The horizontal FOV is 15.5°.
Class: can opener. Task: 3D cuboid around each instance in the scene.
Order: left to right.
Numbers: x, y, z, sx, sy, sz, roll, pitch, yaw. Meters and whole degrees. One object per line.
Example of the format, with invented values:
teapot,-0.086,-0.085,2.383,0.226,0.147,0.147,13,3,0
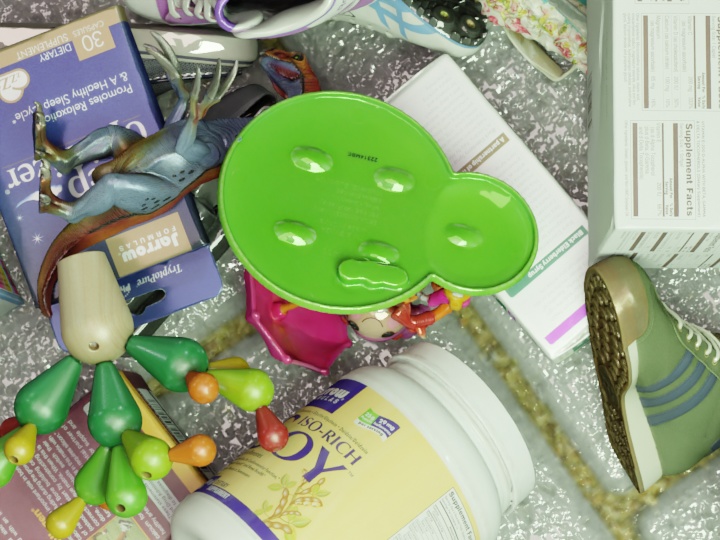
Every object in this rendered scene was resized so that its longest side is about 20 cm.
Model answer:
can opener,-0.117,-0.036,1.769,0.200,0.053,0.067,-49,50,1

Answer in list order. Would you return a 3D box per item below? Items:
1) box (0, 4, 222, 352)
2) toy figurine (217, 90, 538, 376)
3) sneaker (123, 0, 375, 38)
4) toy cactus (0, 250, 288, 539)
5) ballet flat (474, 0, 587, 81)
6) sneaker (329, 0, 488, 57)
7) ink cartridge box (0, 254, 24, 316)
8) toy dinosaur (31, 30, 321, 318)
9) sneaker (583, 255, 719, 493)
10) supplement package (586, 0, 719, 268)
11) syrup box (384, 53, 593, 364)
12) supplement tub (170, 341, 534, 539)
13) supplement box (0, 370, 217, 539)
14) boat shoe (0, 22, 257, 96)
box,-0.177,-0.058,1.716,0.121,0.032,0.201,-21,92,3
toy figurine,0.000,0.000,1.682,0.199,0.184,0.151,12,64,-3
sneaker,-0.089,-0.185,1.687,0.200,0.114,0.073,-3,110,30
toy cactus,-0.149,0.071,1.636,0.199,0.102,0.166,-18,77,21
ballet flat,0.156,-0.143,1.739,0.200,0.076,0.064,39,121,12
sneaker,-0.004,-0.188,1.751,0.200,0.072,0.073,29,125,17
ink cartridge box,-0.307,-0.055,1.739,0.076,0.136,0.201,-28,83,1
toy dinosaur,-0.117,-0.078,1.679,0.181,0.201,0.105,-2,40,-11
sneaker,0.197,0.053,1.663,0.090,0.201,0.067,-21,46,-8
supplement package,0.199,-0.110,1.609,0.110,0.156,0.201,1,82,-1
syrup box,0.092,-0.038,1.722,0.081,0.079,0.200,-39,83,2
supplement tub,-0.003,0.152,1.662,0.200,0.145,0.146,-37,82,-21
supplement box,-0.195,0.170,1.733,0.200,0.086,0.110,-39,83,2
boat shoe,-0.167,-0.118,1.770,0.199,0.075,0.093,2,98,9
